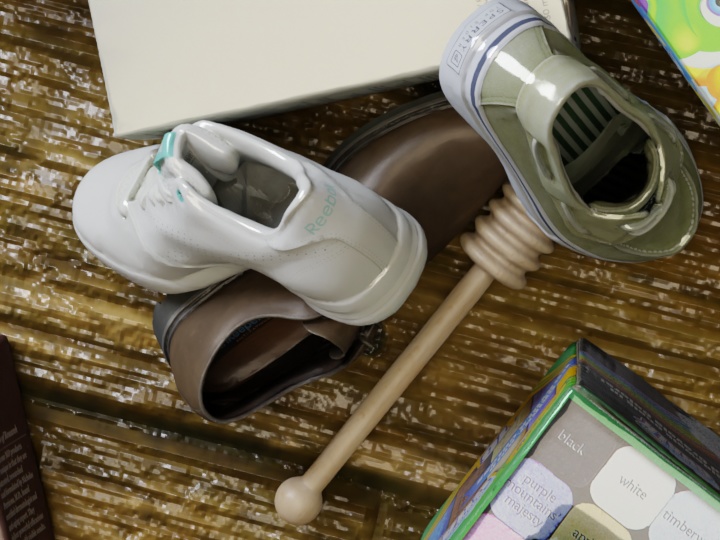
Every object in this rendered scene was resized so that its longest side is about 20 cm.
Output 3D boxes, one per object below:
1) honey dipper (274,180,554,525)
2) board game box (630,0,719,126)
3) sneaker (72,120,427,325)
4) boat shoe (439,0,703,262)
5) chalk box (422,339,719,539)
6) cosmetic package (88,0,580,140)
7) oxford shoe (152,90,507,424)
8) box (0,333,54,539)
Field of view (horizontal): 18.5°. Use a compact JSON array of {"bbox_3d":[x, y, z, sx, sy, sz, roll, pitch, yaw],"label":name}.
[{"bbox_3d":[0.027,0.040,1.010,0.038,0.038,0.200,38,102,2],"label":"honey dipper"},{"bbox_3d":[0.185,-0.104,0.937,0.103,0.105,0.200,-36,90,10],"label":"board game box"},{"bbox_3d":[-0.065,-0.034,0.939,0.199,0.088,0.076,10,70,43],"label":"sneaker"},{"bbox_3d":[0.097,-0.042,0.913,0.072,0.200,0.062,-48,54,7],"label":"boat shoe"},{"bbox_3d":[0.100,0.124,0.917,0.124,0.200,0.124,38,99,2],"label":"chalk box"},{"bbox_3d":[-0.008,-0.111,0.963,0.199,0.104,0.074,-10,92,7],"label":"cosmetic package"},{"bbox_3d":[0.000,0.000,0.976,0.200,0.085,0.073,-42,125,13],"label":"oxford shoe"},{"bbox_3d":[-0.196,0.139,1.031,0.100,0.075,0.201,-13,93,9],"label":"box"}]
